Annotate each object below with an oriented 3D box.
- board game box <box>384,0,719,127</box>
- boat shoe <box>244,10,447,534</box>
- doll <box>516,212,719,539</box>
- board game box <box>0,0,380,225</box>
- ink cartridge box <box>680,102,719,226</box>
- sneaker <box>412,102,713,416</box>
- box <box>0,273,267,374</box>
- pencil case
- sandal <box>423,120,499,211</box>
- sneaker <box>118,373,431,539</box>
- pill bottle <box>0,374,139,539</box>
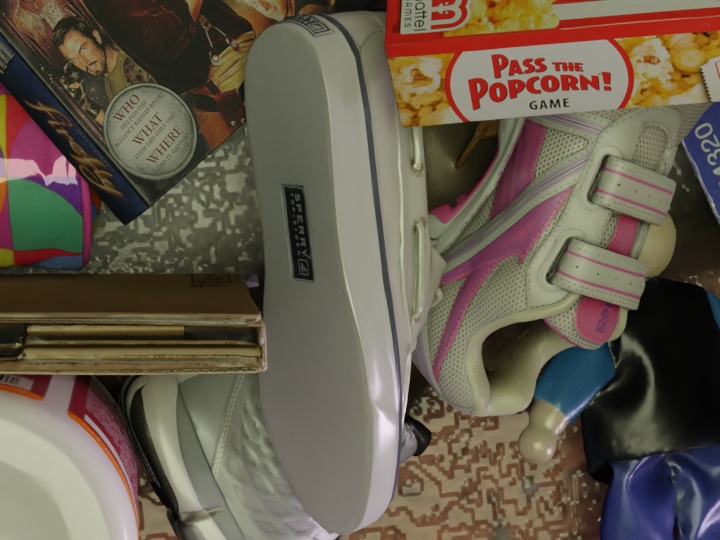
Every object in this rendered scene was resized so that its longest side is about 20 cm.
[{"bbox_3d":[0.112,-0.129,0.684,0.199,0.046,0.152,-4,52,9],"label":"board game box"},{"bbox_3d":[0.000,0.000,0.722,0.066,0.072,0.201,-15,104,-37],"label":"boat shoe"},{"bbox_3d":[0.123,0.067,0.800,0.136,0.048,0.201,-7,93,-27],"label":"doll"},{"bbox_3d":[-0.063,-0.133,0.734,0.136,0.035,0.200,49,64,-8],"label":"board game box"},{"bbox_3d":[0.202,-0.137,0.779,0.200,0.043,0.197,-30,98,-18],"label":"ink cartridge box"},{"bbox_3d":[0.086,-0.018,0.738,0.081,0.088,0.200,8,129,-43],"label":"sneaker"},{"bbox_3d":[-0.121,0.017,0.697,0.163,0.200,0.021,0,94,-6],"label":"box"},{"bbox_3d":[-0.202,-0.038,0.745,0.199,0.088,0.089,-1,95,-4],"label":"pencil case"},{"bbox_3d":[0.087,-0.087,0.784,0.200,0.054,0.081,-33,97,-3],"label":"sandal"},{"bbox_3d":[-0.011,0.113,0.783,0.115,0.075,0.201,-26,102,-13],"label":"sneaker"},{"bbox_3d":[-0.138,0.086,0.700,0.112,0.200,0.114,-1,95,-6],"label":"pill bottle"}]
